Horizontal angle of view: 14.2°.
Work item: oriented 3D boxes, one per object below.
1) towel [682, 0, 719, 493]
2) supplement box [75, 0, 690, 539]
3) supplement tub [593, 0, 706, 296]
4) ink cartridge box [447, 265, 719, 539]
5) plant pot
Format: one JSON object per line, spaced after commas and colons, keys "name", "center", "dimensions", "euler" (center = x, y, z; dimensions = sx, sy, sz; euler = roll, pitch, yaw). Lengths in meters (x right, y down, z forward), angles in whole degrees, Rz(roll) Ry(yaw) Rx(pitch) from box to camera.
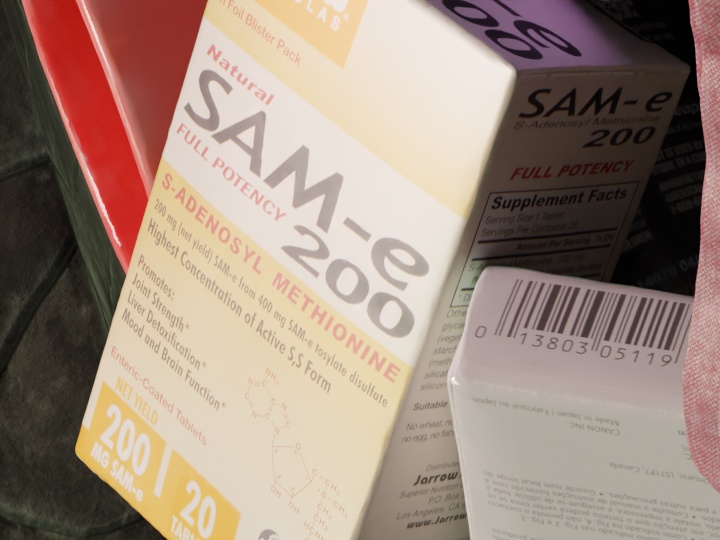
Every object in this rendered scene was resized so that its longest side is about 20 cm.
{"name": "towel", "center": [0.118, 0.042, 0.497], "dimensions": [0.200, 0.023, 0.144], "euler": [48, 154, 43]}
{"name": "supplement box", "center": [0.000, 0.000, 0.841], "dimensions": [0.126, 0.074, 0.200], "euler": [39, 121, 38]}
{"name": "supplement tub", "center": [0.064, -0.047, 0.900], "dimensions": [0.107, 0.107, 0.200], "euler": [95, 153, -67]}
{"name": "ink cartridge box", "center": [0.113, 0.092, 0.799], "dimensions": [0.200, 0.161, 0.050], "euler": [79, -154, -46]}
{"name": "plant pot", "center": [-0.016, -0.084, 1.039], "dimensions": [0.200, 0.177, 0.201], "euler": [159, 90, -79]}
